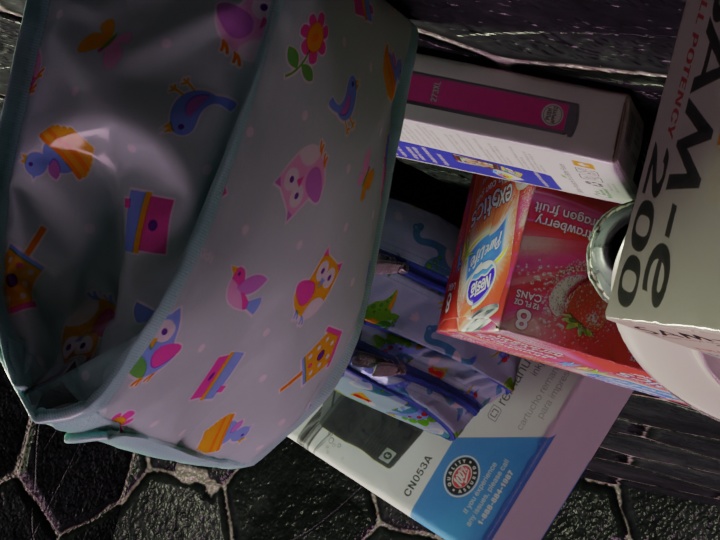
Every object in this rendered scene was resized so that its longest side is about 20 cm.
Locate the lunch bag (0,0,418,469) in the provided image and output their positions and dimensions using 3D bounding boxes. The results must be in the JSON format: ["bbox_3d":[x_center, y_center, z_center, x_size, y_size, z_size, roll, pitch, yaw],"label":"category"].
[{"bbox_3d":[-0.065,-0.027,0.986,0.121,0.201,0.170,11,174,20],"label":"lunch bag"}]

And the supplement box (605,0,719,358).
[{"bbox_3d":[0.191,-0.015,0.860,0.199,0.127,0.073,19,173,-28],"label":"supplement box"}]

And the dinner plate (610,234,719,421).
[{"bbox_3d":[0.203,0.017,1.079,0.199,0.024,0.201,4,140,3],"label":"dinner plate"}]

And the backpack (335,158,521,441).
[{"bbox_3d":[0.000,0.000,1.322,0.199,0.155,0.163,10,-178,-30],"label":"backpack"}]

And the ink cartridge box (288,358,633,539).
[{"bbox_3d":[0.034,0.053,1.443,0.200,0.145,0.084,31,179,25],"label":"ink cartridge box"}]

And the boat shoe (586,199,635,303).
[{"bbox_3d":[0.194,-0.001,1.110,0.199,0.073,0.062,3,174,11],"label":"boat shoe"}]

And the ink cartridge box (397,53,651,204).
[{"bbox_3d":[0.026,-0.069,1.146,0.199,0.037,0.095,10,173,14],"label":"ink cartridge box"}]

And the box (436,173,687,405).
[{"bbox_3d":[0.149,0.008,1.246,0.199,0.100,0.095,16,173,-17],"label":"box"}]
